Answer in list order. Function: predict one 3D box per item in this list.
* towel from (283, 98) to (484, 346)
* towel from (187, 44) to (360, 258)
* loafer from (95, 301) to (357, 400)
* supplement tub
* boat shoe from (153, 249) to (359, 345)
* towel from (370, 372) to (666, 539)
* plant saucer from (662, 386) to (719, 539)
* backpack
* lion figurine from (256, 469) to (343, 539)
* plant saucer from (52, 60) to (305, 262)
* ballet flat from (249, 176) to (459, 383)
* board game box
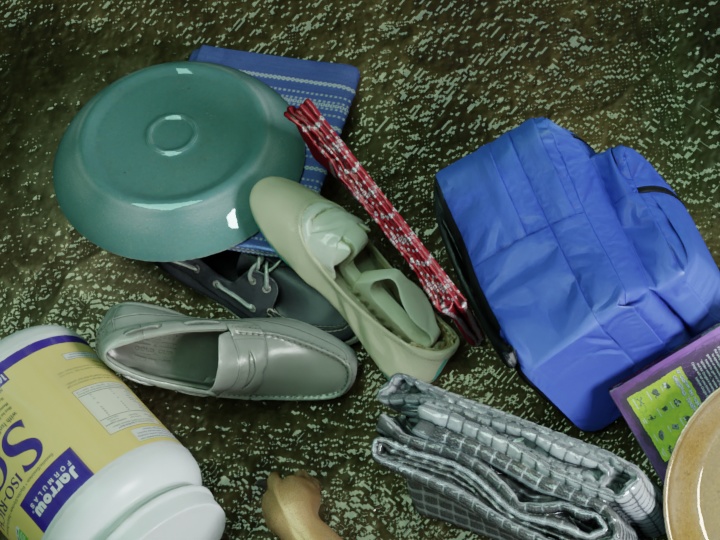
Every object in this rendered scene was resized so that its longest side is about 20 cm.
[{"bbox_3d":[0.019,-0.033,1.628,0.022,0.145,0.200,-38,75,0],"label":"towel"},{"bbox_3d":[-0.091,-0.095,1.744,0.145,0.024,0.200,8,55,13],"label":"towel"},{"bbox_3d":[-0.101,0.069,1.666,0.200,0.070,0.070,7,112,-4],"label":"loafer"},{"bbox_3d":[-0.210,0.153,1.654,0.145,0.145,0.200,-45,65,-3],"label":"supplement tub"},{"bbox_3d":[-0.084,0.004,1.717,0.200,0.063,0.073,24,79,22],"label":"boat shoe"},{"bbox_3d":[0.110,0.152,1.553,0.200,0.166,0.086,20,83,22],"label":"towel"},{"bbox_3d":[0.306,0.157,1.511,0.200,0.035,0.201,0,92,3],"label":"plant saucer"},{"bbox_3d":[0.157,-0.011,1.603,0.168,0.163,0.200,-32,56,5],"label":"backpack"},{"bbox_3d":[-0.026,0.204,1.595,0.200,0.122,0.072,41,86,25],"label":"lion figurine"},{"bbox_3d":[-0.144,-0.096,1.715,0.200,0.036,0.200,-3,54,4],"label":"plant saucer"},{"bbox_3d":[0.000,0.000,1.653,0.069,0.069,0.200,-42,96,-2],"label":"ballet flat"},{"bbox_3d":[0.274,0.139,1.543,0.120,0.032,0.200,-31,89,8],"label":"board game box"}]
